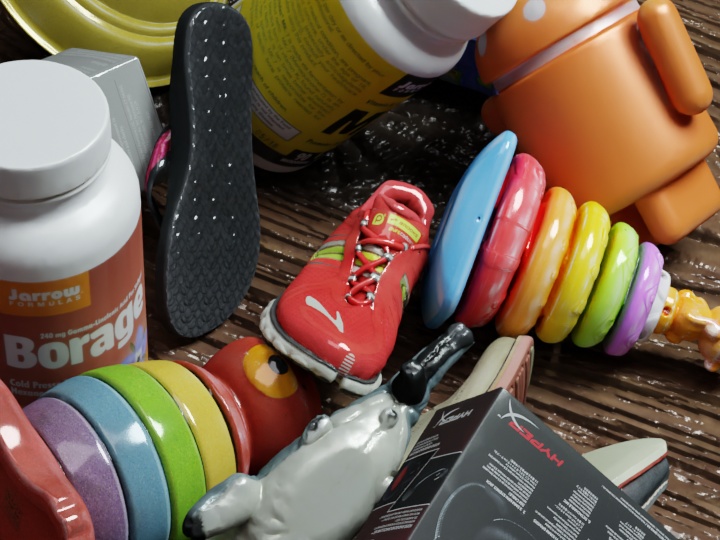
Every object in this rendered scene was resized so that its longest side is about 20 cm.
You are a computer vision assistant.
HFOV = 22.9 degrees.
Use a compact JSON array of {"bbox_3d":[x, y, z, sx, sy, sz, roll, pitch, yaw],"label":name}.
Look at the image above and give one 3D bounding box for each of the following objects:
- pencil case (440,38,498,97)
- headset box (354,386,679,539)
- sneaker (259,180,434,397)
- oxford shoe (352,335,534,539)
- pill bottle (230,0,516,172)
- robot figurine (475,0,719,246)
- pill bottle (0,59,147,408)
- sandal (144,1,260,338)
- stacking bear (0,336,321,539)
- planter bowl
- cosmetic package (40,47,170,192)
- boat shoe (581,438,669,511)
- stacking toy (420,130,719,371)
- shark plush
[{"bbox_3d":[0.015,-0.173,1.221,0.198,0.079,0.087,11,17,7],"label":"pencil case"},{"bbox_3d":[0.054,0.181,0.821,0.148,0.075,0.201,40,64,-11],"label":"headset box"},{"bbox_3d":[0.000,0.000,1.005,0.077,0.085,0.200,29,25,-3],"label":"sneaker"},{"bbox_3d":[0.033,0.098,0.971,0.073,0.071,0.200,21,47,22],"label":"oxford shoe"},{"bbox_3d":[-0.004,-0.152,1.104,0.114,0.199,0.115,24,52,-34],"label":"pill bottle"},{"bbox_3d":[0.145,-0.106,1.110,0.116,0.144,0.201,-29,92,-3],"label":"robot figurine"},{"bbox_3d":[-0.173,-0.009,0.965,0.111,0.201,0.113,2,46,-2],"label":"pill bottle"},{"bbox_3d":[-0.098,-0.060,1.073,0.045,0.202,0.075,-2,-7,40],"label":"sandal"},{"bbox_3d":[-0.106,0.093,0.938,0.199,0.114,0.122,-20,59,-36],"label":"stacking bear"},{"bbox_3d":[-0.152,-0.231,1.193,0.199,0.083,0.202,19,57,-32],"label":"planter bowl"},{"bbox_3d":[-0.225,-0.061,1.069,0.199,0.091,0.107,-28,24,-24],"label":"cosmetic package"},{"bbox_3d":[0.096,0.155,0.928,0.199,0.071,0.063,-33,98,-33],"label":"boat shoe"},{"bbox_3d":[0.141,0.007,1.047,0.198,0.110,0.117,21,82,0],"label":"stacking toy"},{"bbox_3d":[-0.024,0.095,0.912,0.091,0.083,0.201,34,82,-9],"label":"shark plush"}]
